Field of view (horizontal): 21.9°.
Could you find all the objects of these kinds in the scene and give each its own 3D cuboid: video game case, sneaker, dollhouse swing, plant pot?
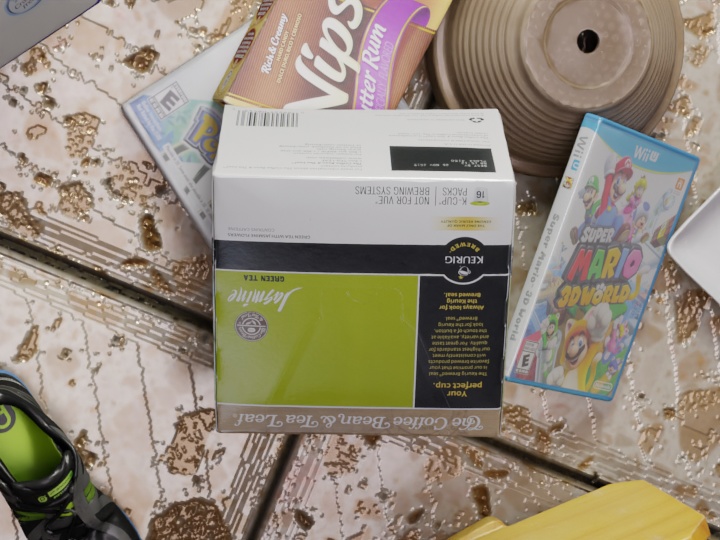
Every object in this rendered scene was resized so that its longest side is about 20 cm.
[{"bbox_3d":[0.178,-0.005,1.388,0.143,0.018,0.201,14,97,-48],"label":"video game case"},{"bbox_3d":[-0.222,0.162,1.333,0.071,0.083,0.200,-34,101,-6],"label":"sneaker"},{"bbox_3d":[0.156,0.265,1.361,0.175,0.200,0.183,-6,96,-12],"label":"dollhouse swing"},{"bbox_3d":[0.154,-0.167,1.377,0.200,0.093,0.202,-1,97,-11],"label":"plant pot"},{"bbox_3d":[-0.048,-0.086,1.377,0.182,0.022,0.201,-34,101,-7],"label":"video game case"}]

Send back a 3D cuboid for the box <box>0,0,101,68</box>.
[{"bbox_3d":[-0.305,-0.220,1.229,0.184,0.105,0.200,-35,70,-6],"label":"box"}]

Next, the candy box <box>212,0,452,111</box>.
[{"bbox_3d":[-0.008,-0.182,1.337,0.116,0.056,0.201,29,88,-15],"label":"candy box"}]

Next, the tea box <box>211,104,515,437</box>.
[{"bbox_3d":[0.000,0.000,1.283,0.199,0.134,0.198,2,115,-1],"label":"tea box"}]

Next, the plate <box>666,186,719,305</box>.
[{"bbox_3d":[0.364,-0.023,1.464,0.200,0.032,0.200,44,86,-12],"label":"plate"}]
